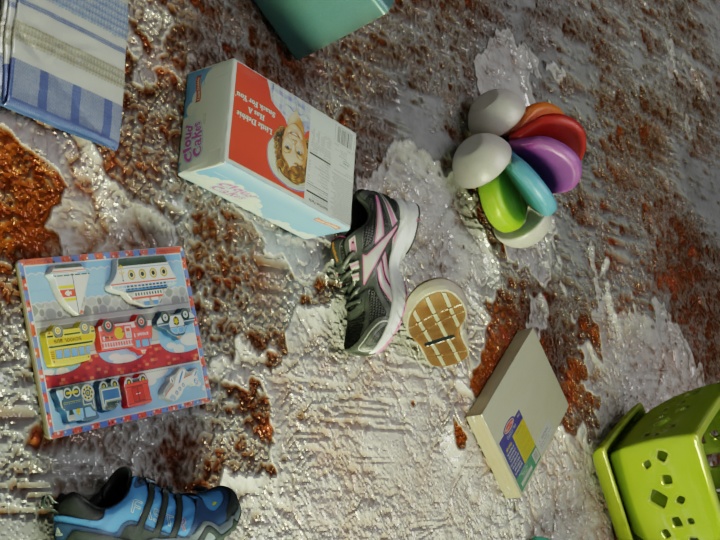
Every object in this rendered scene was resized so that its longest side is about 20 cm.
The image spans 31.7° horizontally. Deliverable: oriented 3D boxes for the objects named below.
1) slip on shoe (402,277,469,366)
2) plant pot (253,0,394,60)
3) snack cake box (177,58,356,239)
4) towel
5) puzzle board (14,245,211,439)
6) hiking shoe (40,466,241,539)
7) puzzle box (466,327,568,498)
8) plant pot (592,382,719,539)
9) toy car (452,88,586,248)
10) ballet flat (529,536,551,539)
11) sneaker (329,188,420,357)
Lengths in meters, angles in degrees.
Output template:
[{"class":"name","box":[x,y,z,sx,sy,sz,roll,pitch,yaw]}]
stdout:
[{"class":"slip on shoe","box":[0.088,0.047,1.454,0.200,0.076,0.061,62,14,-62]},{"class":"plant pot","box":[-0.061,-0.363,1.361,0.200,0.141,0.142,47,45,-26]},{"class":"snack cake box","box":[-0.091,-0.120,1.299,0.200,0.067,0.116,27,61,-48]},{"class":"towel","box":[-0.264,-0.220,1.127,0.147,0.024,0.201,18,67,-53]},{"class":"puzzle board","box":[-0.211,0.058,1.123,0.200,0.017,0.152,-7,86,-55]},{"class":"hiking shoe","box":[-0.176,0.205,1.078,0.200,0.074,0.087,-12,91,-55]},{"class":"puzzle box","box":[0.209,0.184,1.660,0.200,0.025,0.133,-49,120,-48]},{"class":"plant pot","box":[0.458,0.294,1.840,0.199,0.181,0.201,-32,106,-54]},{"class":"toy car","box":[0.225,-0.141,1.673,0.175,0.149,0.201,51,43,-33]},{"class":"ballet flat","box":[0.287,0.414,1.661,0.200,0.070,0.067,54,42,-29]},{"class":"sneaker","box":[0.000,0.000,1.402,0.086,0.080,0.201,24,58,-25]}]
